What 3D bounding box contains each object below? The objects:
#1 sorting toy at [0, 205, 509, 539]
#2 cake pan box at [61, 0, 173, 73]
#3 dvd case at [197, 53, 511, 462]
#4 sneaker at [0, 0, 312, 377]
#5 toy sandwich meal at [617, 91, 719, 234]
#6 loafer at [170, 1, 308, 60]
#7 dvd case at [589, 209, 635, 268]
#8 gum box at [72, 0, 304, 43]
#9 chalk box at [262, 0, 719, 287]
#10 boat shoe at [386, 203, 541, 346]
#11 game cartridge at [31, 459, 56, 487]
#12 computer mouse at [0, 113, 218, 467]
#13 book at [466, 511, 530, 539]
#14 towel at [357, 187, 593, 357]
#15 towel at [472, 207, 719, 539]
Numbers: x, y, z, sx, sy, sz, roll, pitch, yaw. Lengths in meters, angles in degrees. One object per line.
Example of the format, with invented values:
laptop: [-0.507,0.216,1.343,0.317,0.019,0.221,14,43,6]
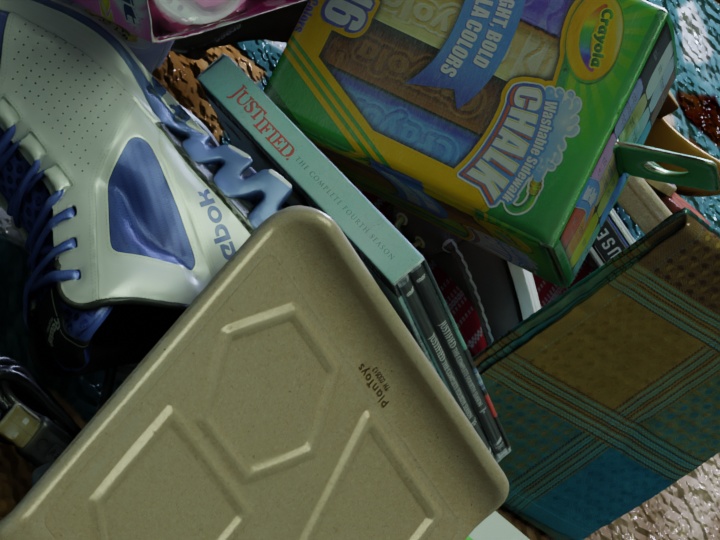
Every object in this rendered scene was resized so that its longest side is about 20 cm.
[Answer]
sorting toy: [-0.046,0.101,1.162,0.200,0.036,0.185,-47,124,-20]
cake pan box: [-0.144,-0.204,1.295,0.199,0.052,0.185,29,42,-4]
dvd case: [0.000,0.000,1.278,0.146,0.022,0.200,47,-9,29]
sneaker: [-0.117,-0.025,1.172,0.199,0.081,0.115,36,53,-2]
toy sandwich meal: [0.147,-0.095,1.549,0.205,0.070,0.205,51,9,-11]
loafer: [-0.091,-0.127,1.344,0.199,0.070,0.075,-4,54,-32]
dvd case: [0.106,-0.051,1.497,0.200,0.025,0.150,55,4,-14]
gum box: [-0.028,-0.162,1.189,0.199,0.113,0.066,-19,116,-26]
chalk box: [0.072,-0.074,1.319,0.199,0.124,0.124,27,-6,12]
boat shoe: [0.039,-0.043,1.417,0.072,0.059,0.201,67,3,-84]
game cartridge: [-0.048,0.124,1.204,0.199,0.040,0.134,-16,103,-38]
computer mouse: [-0.108,0.014,1.251,0.109,0.044,0.201,32,53,-26]
book: [0.060,0.194,1.350,0.200,0.048,0.134,39,49,-28]
towel: [0.044,-0.036,1.485,0.200,0.022,0.145,54,38,-12]
towel: [0.130,0.056,1.388,0.146,0.200,0.022,32,35,-34]
